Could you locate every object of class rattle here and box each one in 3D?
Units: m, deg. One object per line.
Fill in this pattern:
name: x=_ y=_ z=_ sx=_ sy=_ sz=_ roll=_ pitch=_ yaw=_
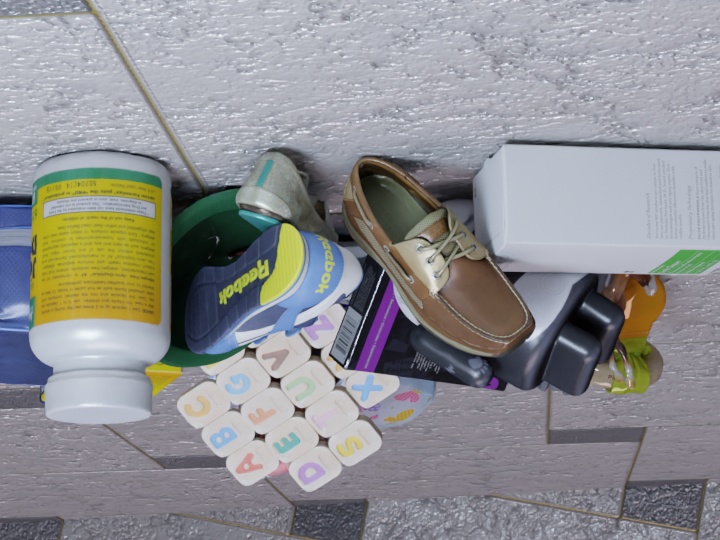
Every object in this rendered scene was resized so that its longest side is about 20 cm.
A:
rattle: x=0.259 y=0.039 z=2.041 sx=0.129 sy=0.144 sz=0.200 roll=-4 pitch=-161 yaw=10

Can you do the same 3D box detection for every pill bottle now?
pill bottle: x=-0.206 y=0.016 z=1.528 sx=0.112 sy=0.201 sz=0.113 roll=-1 pitch=167 yaw=0

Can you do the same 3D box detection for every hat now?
hat: x=-0.169 y=-0.022 z=1.702 sx=0.165 sy=0.200 sz=0.176 roll=23 pitch=-166 yaw=-44

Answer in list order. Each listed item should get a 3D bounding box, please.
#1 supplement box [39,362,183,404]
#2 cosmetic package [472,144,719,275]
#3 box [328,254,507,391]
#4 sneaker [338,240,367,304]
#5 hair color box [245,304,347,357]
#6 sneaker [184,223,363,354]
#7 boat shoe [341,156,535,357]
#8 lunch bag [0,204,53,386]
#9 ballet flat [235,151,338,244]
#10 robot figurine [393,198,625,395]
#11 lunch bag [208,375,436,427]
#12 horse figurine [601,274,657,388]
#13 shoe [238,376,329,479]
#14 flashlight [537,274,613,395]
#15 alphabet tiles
supplement box: x=-0.251 y=0.066 z=1.928 sx=0.109 sy=0.110 sz=0.200 roll=4 pitch=165 yaw=-19
cosmetic package: x=0.198 y=-0.048 z=1.548 sx=0.199 sy=0.085 sz=0.108 roll=0 pitch=168 yaw=-8
box: x=0.079 y=0.032 z=1.766 sx=0.199 sy=0.144 sz=0.036 roll=11 pitch=-163 yaw=-38
sneaker: x=0.000 y=0.000 z=1.795 sx=0.199 sy=0.074 sz=0.081 roll=5 pitch=-178 yaw=-18
hair color box: x=-0.048 y=0.047 z=1.889 sx=0.199 sy=0.065 sz=0.110 roll=0 pitch=142 yaw=0
sneaker: x=-0.075 y=0.024 z=1.557 sx=0.082 sy=0.074 sz=0.200 roll=8 pitch=160 yaw=-34
boat shoe: x=0.054 y=-0.014 z=1.514 sx=0.076 sy=0.200 sz=0.074 roll=-40 pitch=155 yaw=-18
lunch bag: x=-0.270 y=0.019 z=1.679 sx=0.135 sy=0.133 sz=0.200 roll=4 pitch=161 yaw=-7
ballet flat: x=-0.049 y=-0.043 z=1.580 sx=0.067 sy=0.063 sz=0.200 roll=15 pitch=167 yaw=14
robot figurine: x=0.122 y=0.024 z=1.641 sx=0.199 sy=0.125 sz=0.150 roll=31 pitch=-164 yaw=14
lunch bag: x=-0.035 y=0.102 z=2.069 sx=0.199 sy=0.128 sz=0.169 roll=1 pitch=168 yaw=36
horse figurine: x=0.219 y=0.044 z=1.897 sx=0.050 sy=0.133 sz=0.200 roll=-13 pitch=-172 yaw=-30
shoe: x=-0.077 y=0.111 z=1.956 sx=0.090 sy=0.201 sz=0.072 roll=-11 pitch=152 yaw=8
flashlight: x=0.197 y=0.033 z=1.789 sx=0.068 sy=0.068 sz=0.201 roll=-37 pitch=152 yaw=-31
alphabet tiles: x=-0.070 y=0.120 z=1.859 sx=0.195 sy=0.200 sz=0.015 roll=-33 pitch=-159 yaw=14
